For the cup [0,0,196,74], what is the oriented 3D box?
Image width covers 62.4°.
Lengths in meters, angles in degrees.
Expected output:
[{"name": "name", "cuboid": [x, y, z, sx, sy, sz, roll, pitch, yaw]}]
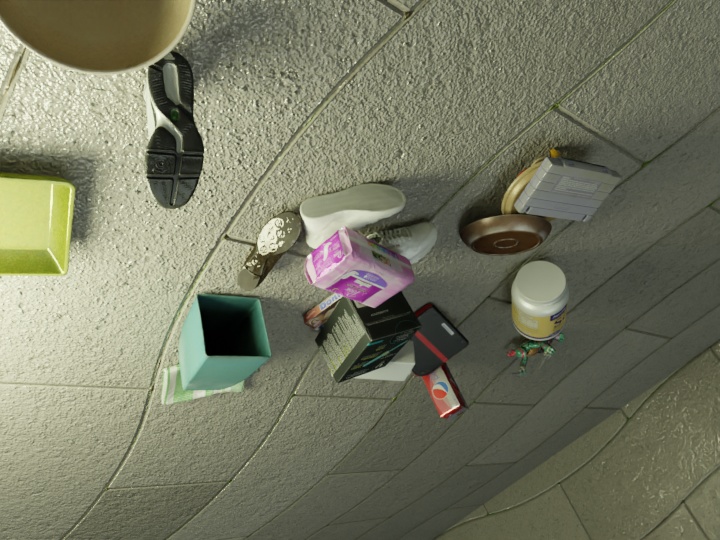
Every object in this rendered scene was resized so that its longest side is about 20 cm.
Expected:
[{"name": "cup", "cuboid": [-0.284, -0.334, 0.623, 0.199, 0.144, 0.201, -16, 144, -12]}]

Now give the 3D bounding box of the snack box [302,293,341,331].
[{"name": "snack box", "cuboid": [-0.037, 0.070, 1.367, 0.199, 0.024, 0.072, -36, 145, 15]}]

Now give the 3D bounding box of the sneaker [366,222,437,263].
[{"name": "sneaker", "cuboid": [0.066, -0.052, 1.240, 0.199, 0.077, 0.081, -27, 135, 1]}]

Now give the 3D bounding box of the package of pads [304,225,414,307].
[{"name": "package of pads", "cuboid": [0.000, 0.000, 1.154, 0.120, 0.076, 0.199, -37, 141, 27]}]

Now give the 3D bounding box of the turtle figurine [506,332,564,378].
[{"name": "turtle figurine", "cuboid": [0.549, 0.254, 1.871, 0.199, 0.101, 0.150, -18, 161, -35]}]

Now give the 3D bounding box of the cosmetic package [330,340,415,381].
[{"name": "cosmetic package", "cuboid": [0.030, 0.224, 1.511, 0.198, 0.074, 0.102, 5, 143, -14]}]

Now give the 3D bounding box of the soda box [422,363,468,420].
[{"name": "soda box", "cuboid": [0.224, 0.314, 1.670, 0.070, 0.201, 0.063, -37, 143, 16]}]

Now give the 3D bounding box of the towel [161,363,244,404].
[{"name": "towel", "cuboid": [-0.368, 0.259, 1.415, 0.199, 0.023, 0.153, -4, 138, -25]}]

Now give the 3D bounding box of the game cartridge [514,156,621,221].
[{"name": "game cartridge", "cuboid": [0.428, -0.166, 1.224, 0.199, 0.039, 0.130, 4, 129, -27]}]

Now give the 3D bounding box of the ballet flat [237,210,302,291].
[{"name": "ballet flat", "cuboid": [-0.172, -0.039, 1.140, 0.200, 0.067, 0.046, -52, 180, 28]}]

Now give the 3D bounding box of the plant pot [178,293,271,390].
[{"name": "plant pot", "cuboid": [-0.301, 0.166, 1.248, 0.141, 0.142, 0.200, 6, 141, -35]}]

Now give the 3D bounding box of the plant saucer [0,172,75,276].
[{"name": "plant saucer", "cuboid": [-0.538, -0.076, 0.880, 0.198, 0.048, 0.201, 1, 137, -30]}]

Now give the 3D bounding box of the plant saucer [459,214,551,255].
[{"name": "plant saucer", "cuboid": [0.321, -0.072, 1.315, 0.198, 0.032, 0.200, -1, 161, 0]}]

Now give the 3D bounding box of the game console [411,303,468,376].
[{"name": "game console", "cuboid": [0.173, 0.191, 1.595, 0.177, 0.031, 0.200, -39, 124, 12]}]

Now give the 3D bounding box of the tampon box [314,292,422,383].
[{"name": "tampon box", "cuboid": [0.013, 0.142, 1.361, 0.149, 0.127, 0.200, -12, 151, -36]}]

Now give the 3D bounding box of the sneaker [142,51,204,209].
[{"name": "sneaker", "cuboid": [-0.259, -0.191, 0.818, 0.075, 0.115, 0.202, -1, 105, -21]}]

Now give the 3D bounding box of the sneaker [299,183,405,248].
[{"name": "sneaker", "cuboid": [-0.014, -0.097, 1.142, 0.198, 0.074, 0.116, -9, 145, -6]}]

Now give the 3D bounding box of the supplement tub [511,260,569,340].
[{"name": "supplement tub", "cuboid": [0.472, 0.080, 1.569, 0.145, 0.146, 0.200, -23, 144, -1]}]

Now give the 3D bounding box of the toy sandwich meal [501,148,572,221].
[{"name": "toy sandwich meal", "cuboid": [0.382, -0.172, 1.277, 0.204, 0.071, 0.206, -12, 138, -11]}]
